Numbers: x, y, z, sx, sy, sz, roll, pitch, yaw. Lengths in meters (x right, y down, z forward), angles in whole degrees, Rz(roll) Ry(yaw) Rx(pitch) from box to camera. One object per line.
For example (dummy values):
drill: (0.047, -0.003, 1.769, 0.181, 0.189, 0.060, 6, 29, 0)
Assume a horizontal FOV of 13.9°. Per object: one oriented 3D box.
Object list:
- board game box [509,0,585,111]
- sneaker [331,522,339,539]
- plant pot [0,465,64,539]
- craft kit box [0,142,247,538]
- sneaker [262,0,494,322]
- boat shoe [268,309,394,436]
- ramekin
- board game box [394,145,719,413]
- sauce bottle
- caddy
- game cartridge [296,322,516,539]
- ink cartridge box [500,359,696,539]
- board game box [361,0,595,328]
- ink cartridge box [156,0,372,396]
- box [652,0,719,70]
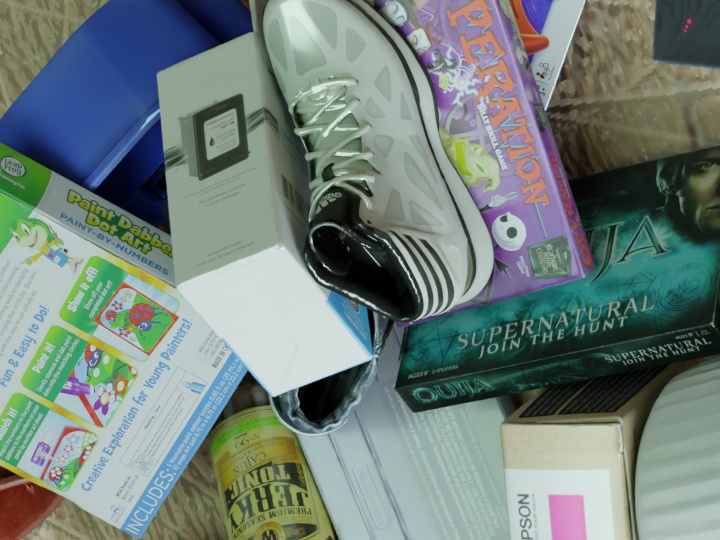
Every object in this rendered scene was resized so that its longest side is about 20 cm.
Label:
board game box: (0.068, -0.189, 1.656, 0.134, 0.045, 0.201, 17, 111, -3)
sneaker: (-0.049, 0.206, 1.830, 0.199, 0.074, 0.084, -7, 134, 20)
plant pot: (-0.318, 0.099, 1.877, 0.200, 0.200, 0.196, -37, 76, 29)
craft kit box: (-0.174, 0.044, 1.743, 0.197, 0.049, 0.200, 27, 130, -9)
sneaker: (-0.003, -0.064, 1.576, 0.075, 0.115, 0.201, -30, 90, 25)
boat shoe: (0.000, 0.000, 1.699, 0.070, 0.091, 0.202, 15, 88, -6)
ramekin: (0.232, 0.132, 1.589, 0.097, 0.200, 0.202, -14, 95, 36)
board game box: (0.120, 0.004, 1.657, 0.199, 0.136, 0.028, -13, 135, 28)
sauce bottle: (-0.045, 0.163, 1.759, 0.065, 0.065, 0.201, -38, 51, 29)
caddy: (-0.125, -0.084, 1.755, 0.105, 0.141, 0.200, 51, 119, 12)
game cartridge: (0.040, 0.120, 1.749, 0.129, 0.038, 0.201, -24, 80, 11)
ink cartridge box: (0.143, 0.160, 1.653, 0.075, 0.165, 0.201, -1, 100, 22)
board game box: (0.044, -0.078, 1.633, 0.119, 0.032, 0.201, -17, 96, 21)
ink cartridge box: (-0.055, -0.046, 1.641, 0.066, 0.116, 0.201, -22, 48, 16)
box: (0.232, -0.208, 1.560, 0.122, 0.106, 0.201, 8, 105, 26)
